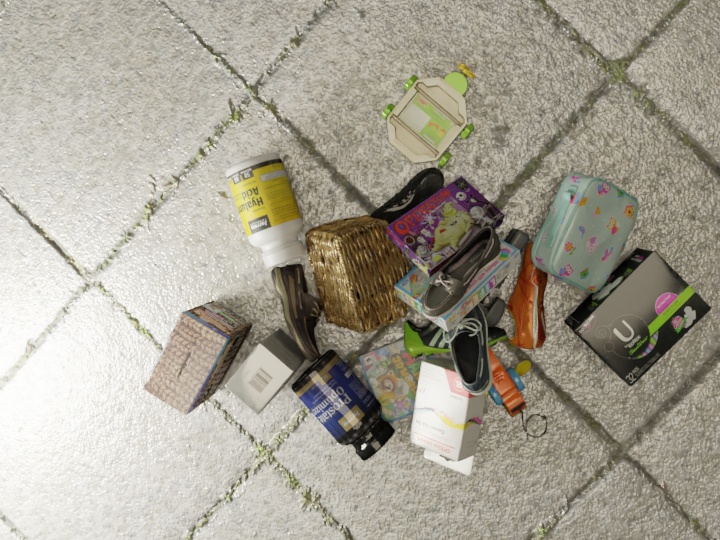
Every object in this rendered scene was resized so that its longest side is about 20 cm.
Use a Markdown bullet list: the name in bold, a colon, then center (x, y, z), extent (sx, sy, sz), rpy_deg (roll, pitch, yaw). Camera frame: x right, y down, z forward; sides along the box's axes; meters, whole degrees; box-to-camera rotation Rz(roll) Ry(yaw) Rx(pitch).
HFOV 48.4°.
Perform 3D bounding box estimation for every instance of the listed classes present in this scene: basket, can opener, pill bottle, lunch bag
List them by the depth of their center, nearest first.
- **lunch bag**: center (0.406, -0.074, 1.457), extent (0.159, 0.077, 0.202), rpy_deg (21, 95, -28)
- **basket**: center (0.000, 0.000, 1.520), extent (0.141, 0.148, 0.203), rpy_deg (-23, 106, -26)
- **can opener**: center (0.268, 0.021, 1.522), extent (0.066, 0.053, 0.201), rpy_deg (30, 96, -10)
- **pill bottle**: center (-0.174, -0.113, 1.524), extent (0.110, 0.111, 0.202), rpy_deg (-20, 92, 6)
- **pill bottle**: center (-0.030, 0.260, 1.533), extent (0.112, 0.112, 0.200), rpy_deg (-42, 89, 7)

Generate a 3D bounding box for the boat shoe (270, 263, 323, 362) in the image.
- **boat shoe**: center (-0.110, 0.073, 1.528), extent (0.073, 0.075, 0.202), rpy_deg (-22, 73, 1)

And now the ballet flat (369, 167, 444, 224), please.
- **ballet flat**: center (0.082, -0.121, 1.537), extent (0.199, 0.057, 0.067), rpy_deg (-39, 104, 13)

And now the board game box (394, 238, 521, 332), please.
- **board game box**: center (0.177, 0.006, 1.460), extent (0.200, 0.034, 0.134), rpy_deg (-41, 49, -18)

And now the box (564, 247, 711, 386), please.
- **box**: center (0.502, 0.081, 1.464), extent (0.148, 0.124, 0.200), rpy_deg (44, 97, 1)

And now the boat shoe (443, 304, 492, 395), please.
- **boat shoe**: center (0.187, 0.120, 1.425), extent (0.074, 0.062, 0.203), rpy_deg (-13, 63, 20)

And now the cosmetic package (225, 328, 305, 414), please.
- **cosmetic package**: center (-0.170, 0.185, 1.498), extent (0.085, 0.200, 0.108), rpy_deg (40, 94, 0)

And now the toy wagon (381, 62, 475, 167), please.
- **toy wagon**: center (0.142, -0.301, 1.517), extent (0.155, 0.040, 0.201), rpy_deg (40, 96, 2)

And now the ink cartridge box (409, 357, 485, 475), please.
- **ink cartridge box**: center (0.161, 0.277, 1.497), extent (0.115, 0.067, 0.203), rpy_deg (14, 100, 38)

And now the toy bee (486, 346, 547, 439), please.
- **toy bee**: center (0.271, 0.236, 1.517), extent (0.129, 0.109, 0.202), rpy_deg (-14, 65, 7)

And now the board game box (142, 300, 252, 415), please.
- **board game box**: center (-0.301, 0.159, 1.509), extent (0.096, 0.200, 0.161), rpy_deg (29, 96, 3)

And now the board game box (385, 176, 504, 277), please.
- **board game box**: center (0.156, -0.084, 1.466), extent (0.199, 0.032, 0.120), rpy_deg (-35, 63, -26)

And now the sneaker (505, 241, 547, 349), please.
- **sneaker**: center (0.310, 0.046, 1.509), extent (0.076, 0.073, 0.203), rpy_deg (2, 84, 31)

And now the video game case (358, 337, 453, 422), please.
- **video game case**: center (0.112, 0.198, 1.562), extent (0.198, 0.018, 0.145), rpy_deg (-22, 91, 6)

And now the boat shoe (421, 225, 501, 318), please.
- **boat shoe**: center (0.172, -0.002, 1.403), extent (0.067, 0.057, 0.200), rpy_deg (28, 62, 38)

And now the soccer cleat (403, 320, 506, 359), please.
- **soccer cleat**: center (0.172, 0.115, 1.498), extent (0.197, 0.067, 0.082), rpy_deg (-9, 89, 20)
